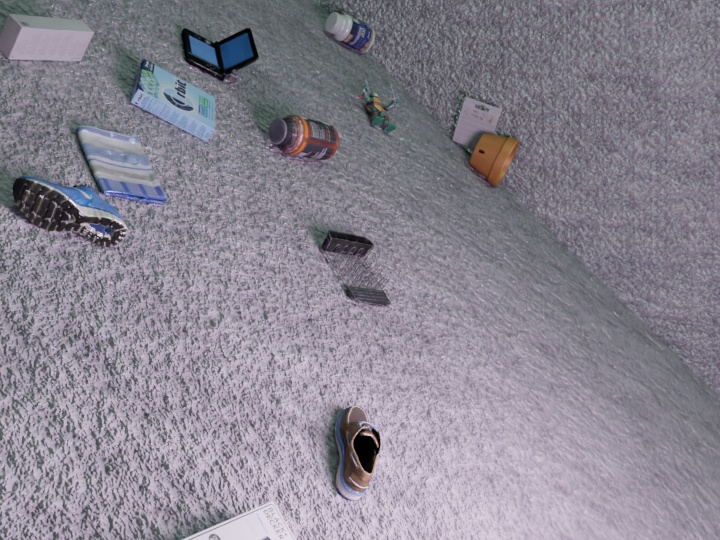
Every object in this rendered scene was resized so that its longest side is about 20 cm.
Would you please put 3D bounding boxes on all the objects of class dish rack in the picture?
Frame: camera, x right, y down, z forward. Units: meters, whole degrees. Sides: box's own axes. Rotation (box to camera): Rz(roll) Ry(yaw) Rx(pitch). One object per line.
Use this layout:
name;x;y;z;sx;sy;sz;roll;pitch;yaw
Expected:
dish rack;0.000;0.000;1.797;0.153;0.055;0.201;8;42;-46

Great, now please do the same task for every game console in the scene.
game console;-0.406;-0.649;2.174;0.175;0.117;0.201;21;32;-33

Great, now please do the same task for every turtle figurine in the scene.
turtle figurine;0.066;-0.594;2.716;0.149;0.101;0.201;6;56;-27

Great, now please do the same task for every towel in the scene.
towel;-0.484;-0.216;1.533;0.146;0.024;0.200;7;43;-46

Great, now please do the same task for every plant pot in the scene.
plant pot;0.528;-0.457;3.022;0.139;0.201;0.200;28;25;12

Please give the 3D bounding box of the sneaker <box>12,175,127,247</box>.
sneaker;-0.504;-0.111;1.311;0.200;0.079;0.089;28;21;-40

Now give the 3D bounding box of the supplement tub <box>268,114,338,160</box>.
supplement tub;-0.158;-0.368;2.083;0.199;0.107;0.107;3;45;-51

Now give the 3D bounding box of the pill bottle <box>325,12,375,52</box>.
pill bottle;-0.045;-0.997;3.156;0.199;0.111;0.111;15;36;-39

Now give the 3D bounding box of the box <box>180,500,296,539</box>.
box;-0.168;0.392;0.993;0.199;0.060;0.117;-2;49;-53

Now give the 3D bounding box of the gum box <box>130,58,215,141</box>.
gum box;-0.452;-0.416;1.847;0.199;0.045;0.170;26;31;-28

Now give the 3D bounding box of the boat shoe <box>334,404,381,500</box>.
boat shoe;0.003;0.305;1.327;0.072;0.072;0.201;29;29;-21

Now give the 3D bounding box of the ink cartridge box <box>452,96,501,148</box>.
ink cartridge box;0.477;-0.598;3.088;0.161;0.201;0.050;23;34;12

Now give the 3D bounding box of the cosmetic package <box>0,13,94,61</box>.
cosmetic package;-0.682;-0.504;1.645;0.051;0.083;0.200;43;26;11
